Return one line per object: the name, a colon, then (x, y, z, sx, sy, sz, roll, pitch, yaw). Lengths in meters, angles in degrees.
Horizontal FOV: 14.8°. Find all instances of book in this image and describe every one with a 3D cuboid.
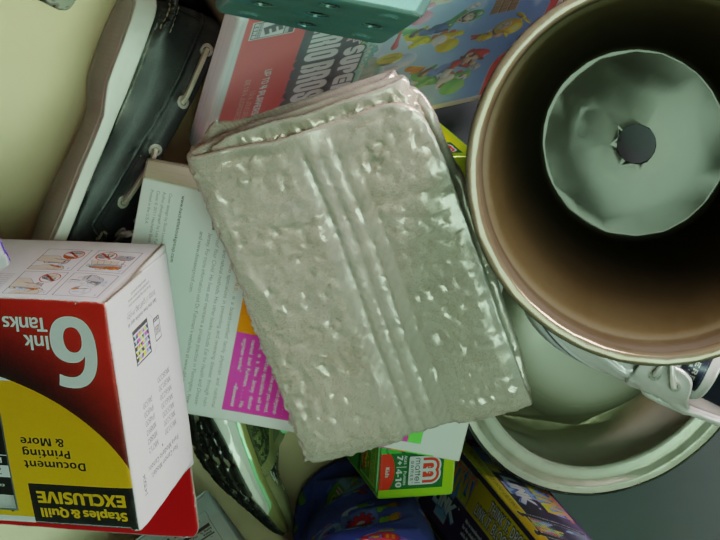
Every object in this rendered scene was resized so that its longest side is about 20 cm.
book: (-0.030, 0.024, 1.501, 0.199, 0.048, 0.134, 11, 112, -5)

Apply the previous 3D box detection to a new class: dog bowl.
dog bowl: (0.135, 0.027, 1.639, 0.199, 0.074, 0.201, -6, 110, -16)

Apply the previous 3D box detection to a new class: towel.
towel: (0.000, 0.000, 1.452, 0.132, 0.035, 0.201, -15, 112, 11)

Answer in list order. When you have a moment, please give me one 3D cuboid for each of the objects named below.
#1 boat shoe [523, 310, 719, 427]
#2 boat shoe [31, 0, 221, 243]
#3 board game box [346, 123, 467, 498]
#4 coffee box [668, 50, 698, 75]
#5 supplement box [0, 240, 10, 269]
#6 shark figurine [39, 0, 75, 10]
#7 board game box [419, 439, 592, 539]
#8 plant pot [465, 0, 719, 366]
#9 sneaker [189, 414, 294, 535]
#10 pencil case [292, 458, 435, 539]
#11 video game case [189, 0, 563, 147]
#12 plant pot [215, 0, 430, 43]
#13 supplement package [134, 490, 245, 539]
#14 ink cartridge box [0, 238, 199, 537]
boat shoe: (0.186, 0.043, 1.585, 0.199, 0.065, 0.074, 19, 102, -23)
boat shoe: (-0.134, -0.054, 1.523, 0.060, 0.074, 0.201, 19, 93, -19)
board game box: (0.023, 0.017, 1.581, 0.047, 0.102, 0.201, -2, 109, -17)
coffee box: (0.217, -0.220, 1.575, 0.112, 0.080, 0.201, -6, 110, -17)
supplement box: (-0.266, -0.080, 1.395, 0.103, 0.101, 0.201, -27, 74, -8)
shark figurine: (-0.145, -0.247, 1.450, 0.215, 0.089, 0.128, -54, 149, 13)
board game box: (0.072, 0.211, 1.612, 0.056, 0.200, 0.166, 20, 102, -22)
plant pot: (0.154, -0.061, 1.475, 0.199, 0.174, 0.201, 0, 98, 2)
sneaker: (-0.057, 0.060, 1.590, 0.088, 0.077, 0.201, -25, 117, -18)
pencil case: (0.002, 0.167, 1.576, 0.086, 0.200, 0.078, -15, 101, -1)
video game case: (0.012, -0.120, 1.495, 0.199, 0.018, 0.143, -14, 156, -20)
plant pot: (-0.008, -0.223, 1.370, 0.141, 0.141, 0.201, 11, 83, -12)
supplement package: (-0.078, 0.265, 1.561, 0.150, 0.200, 0.152, -35, 133, -3)
ink cartridge box: (-0.197, 0.078, 1.485, 0.199, 0.084, 0.176, 1, 113, 20)
